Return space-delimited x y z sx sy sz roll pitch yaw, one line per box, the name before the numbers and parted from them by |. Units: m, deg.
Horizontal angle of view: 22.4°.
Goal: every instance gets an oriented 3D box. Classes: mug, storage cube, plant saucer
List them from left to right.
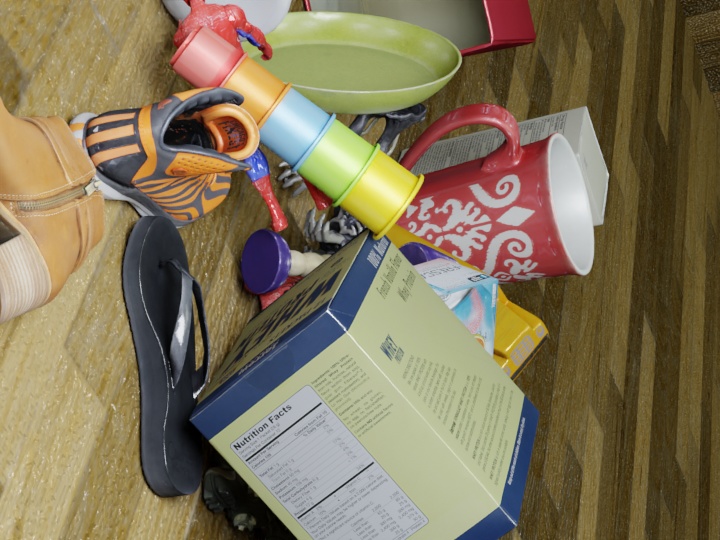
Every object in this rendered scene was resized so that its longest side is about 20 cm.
plant saucer | -0.017 -0.169 1.501 0.200 0.200 0.031 -58 155 -61
storage cube | 0.052 -0.280 1.741 0.180 0.171 0.200 -23 100 -70
mug | 0.100 -0.063 1.707 0.133 0.200 0.178 -25 101 -68

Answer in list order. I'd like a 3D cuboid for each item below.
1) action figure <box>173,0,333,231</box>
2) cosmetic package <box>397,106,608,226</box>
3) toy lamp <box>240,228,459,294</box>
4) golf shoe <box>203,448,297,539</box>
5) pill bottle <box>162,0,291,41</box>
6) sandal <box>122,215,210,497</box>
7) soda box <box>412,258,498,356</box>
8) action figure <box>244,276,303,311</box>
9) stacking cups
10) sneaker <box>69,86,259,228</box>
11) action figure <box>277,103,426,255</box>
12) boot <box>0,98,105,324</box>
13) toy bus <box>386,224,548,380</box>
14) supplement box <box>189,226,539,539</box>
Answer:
action figure | -0.088 -0.137 1.391 0.099 0.065 0.200 -95 159 -76
cosmetic package | 0.139 -0.084 1.813 0.103 0.200 0.087 -70 142 -54
toy lamp | 0.000 0.000 1.470 0.200 0.058 0.058 5 73 -40
golf shoe | -0.047 0.181 1.384 0.088 0.077 0.200 -87 155 -45
pill bottle | -0.094 -0.285 1.460 0.200 0.106 0.106 -81 151 -41
sandal | -0.127 0.059 1.286 0.076 0.043 0.201 18 62 -66
soda box | 0.061 0.097 1.462 0.064 0.068 0.200 -17 117 -41
action figure | -0.023 0.041 1.512 0.200 0.052 0.066 26 54 -41
stacking cups | -0.048 -0.106 1.321 0.200 0.061 0.061 38 32 -9
sneaker | -0.114 -0.079 1.295 0.200 0.112 0.078 5 75 -69
action figure | -0.016 -0.061 1.541 0.119 0.102 0.200 48 -52 50
boot | -0.216 -0.076 1.099 0.155 0.074 0.200 -47 135 -63
toy bus | 0.068 0.023 1.593 0.065 0.200 0.078 -48 138 -13
supplement box | 0.010 0.105 1.321 0.200 0.134 0.200 49 20 -8
